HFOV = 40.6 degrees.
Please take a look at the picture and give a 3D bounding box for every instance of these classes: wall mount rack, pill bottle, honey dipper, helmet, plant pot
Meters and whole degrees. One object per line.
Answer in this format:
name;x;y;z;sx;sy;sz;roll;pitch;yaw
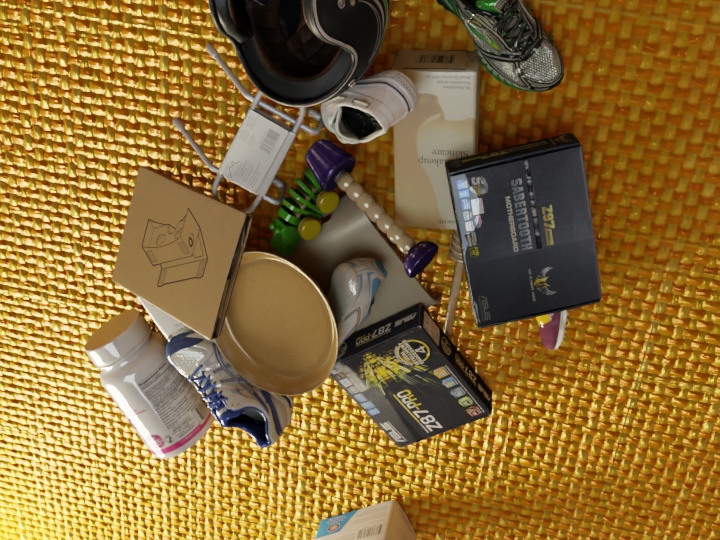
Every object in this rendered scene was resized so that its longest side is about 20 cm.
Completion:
wall mount rack;-0.147;-0.176;1.213;0.171;0.075;0.201;28;122;-9
pill bottle;-0.309;0.165;1.425;0.112;0.114;0.202;-21;113;23
honey dipper;0.124;0.025;1.291;0.037;0.038;0.203;12;126;5
helmet;-0.058;-0.288;1.050;0.196;0.204;0.191;-8;155;17
plant pot;-0.110;0.065;1.248;0.196;0.027;0.204;12;119;23

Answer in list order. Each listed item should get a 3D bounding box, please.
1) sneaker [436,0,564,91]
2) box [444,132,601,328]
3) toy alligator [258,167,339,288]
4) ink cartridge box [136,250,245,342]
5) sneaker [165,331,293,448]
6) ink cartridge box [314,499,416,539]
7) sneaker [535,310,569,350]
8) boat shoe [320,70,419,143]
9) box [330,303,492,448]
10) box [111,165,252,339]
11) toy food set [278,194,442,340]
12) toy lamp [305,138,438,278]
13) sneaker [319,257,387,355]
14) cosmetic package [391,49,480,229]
sneaker;0.150;-0.272;1.063;0.199;0.085;0.078;42;93;-14
box;0.193;-0.045;1.143;0.154;0.051;0.204;-12;113;3
toy alligator;-0.088;-0.064;1.236;0.054;0.059;0.202;26;102;-47
ink cartridge box;-0.194;0.068;1.358;0.142;0.084;0.202;-21;115;24
sneaker;-0.180;0.160;1.308;0.198;0.089;0.076;32;126;-7
ink cartridge box;-0.007;0.462;1.480;0.144;0.201;0.087;-21;115;24
sneaker;0.220;0.005;1.235;0.088;0.075;0.204;0;111;10
boat shoe;-0.009;-0.181;1.114;0.074;0.067;0.199;47;161;-14
box;0.068;0.151;1.345;0.159;0.050;0.201;-22;126;26
box;-0.235;-0.027;1.256;0.198;0.021;0.167;25;105;32
toy food set;0.000;0.000;1.296;0.142;0.061;0.201;-27;120;25
toy lamp;0.010;-0.081;1.174;0.200;0.058;0.059;45;124;14
sneaker;-0.023;0.059;1.267;0.071;0.073;0.201;-6;145;-32
cosmetic package;0.091;-0.155;1.166;0.103;0.071;0.204;3;121;11
